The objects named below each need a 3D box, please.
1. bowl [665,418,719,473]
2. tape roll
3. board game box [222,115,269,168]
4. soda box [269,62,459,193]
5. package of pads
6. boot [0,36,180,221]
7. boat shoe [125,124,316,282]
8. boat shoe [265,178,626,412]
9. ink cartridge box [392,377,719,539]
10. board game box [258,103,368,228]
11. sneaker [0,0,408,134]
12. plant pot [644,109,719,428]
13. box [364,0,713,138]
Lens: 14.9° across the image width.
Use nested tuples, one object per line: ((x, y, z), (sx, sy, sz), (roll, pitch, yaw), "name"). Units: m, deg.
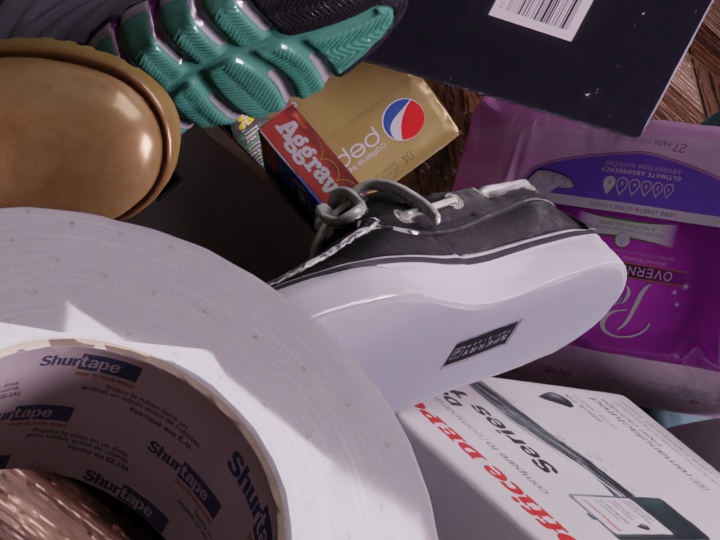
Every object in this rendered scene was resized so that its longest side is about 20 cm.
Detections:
((0.199, 0.153, 1.183), (0.200, 0.075, 0.200), (41, -24, -16), "bowl")
((-0.080, 0.080, 0.765), (0.200, 0.066, 0.201), (13, 48, -15), "tape roll")
((-0.075, -0.091, 1.135), (0.105, 0.023, 0.200), (51, -9, 16), "board game box")
((-0.023, -0.096, 1.246), (0.064, 0.068, 0.200), (53, 2, -25), "soda box")
((0.133, -0.001, 1.191), (0.200, 0.121, 0.076), (9, -18, 27), "package of pads")
((-0.160, -0.018, 0.839), (0.200, 0.175, 0.066), (-61, 151, -71), "boot")
((-0.073, -0.033, 1.112), (0.200, 0.075, 0.093), (55, 3, -8), "boat shoe")
((0.012, 0.002, 0.967), (0.199, 0.074, 0.068), (-17, 57, -43), "boat shoe")
((0.072, 0.110, 1.039), (0.147, 0.083, 0.200), (40, 19, 35), "ink cartridge box")
((0.000, 0.000, 1.131), (0.103, 0.019, 0.200), (49, -7, 9), "board game box")
((-0.083, -0.092, 1.001), (0.074, 0.200, 0.088), (54, 15, -58), "sneaker")
((0.212, 0.023, 1.317), (0.200, 0.196, 0.196), (46, 15, -43), "plant pot")
((0.021, -0.153, 1.127), (0.200, 0.104, 0.182), (12, 21, -48), "box")
